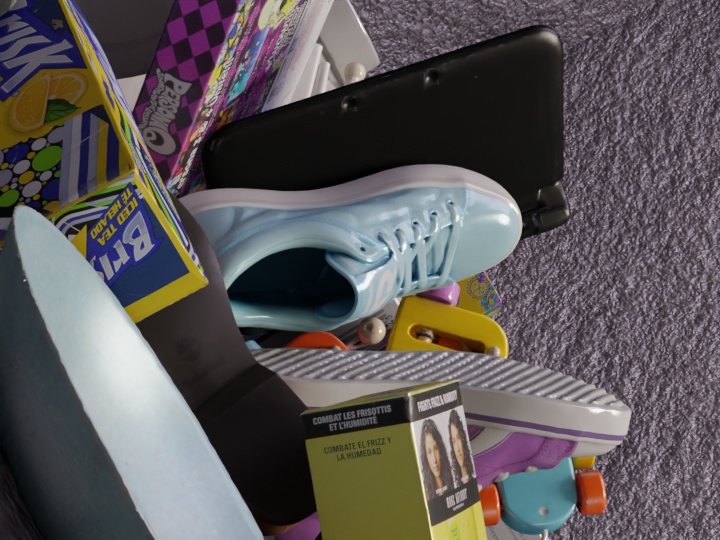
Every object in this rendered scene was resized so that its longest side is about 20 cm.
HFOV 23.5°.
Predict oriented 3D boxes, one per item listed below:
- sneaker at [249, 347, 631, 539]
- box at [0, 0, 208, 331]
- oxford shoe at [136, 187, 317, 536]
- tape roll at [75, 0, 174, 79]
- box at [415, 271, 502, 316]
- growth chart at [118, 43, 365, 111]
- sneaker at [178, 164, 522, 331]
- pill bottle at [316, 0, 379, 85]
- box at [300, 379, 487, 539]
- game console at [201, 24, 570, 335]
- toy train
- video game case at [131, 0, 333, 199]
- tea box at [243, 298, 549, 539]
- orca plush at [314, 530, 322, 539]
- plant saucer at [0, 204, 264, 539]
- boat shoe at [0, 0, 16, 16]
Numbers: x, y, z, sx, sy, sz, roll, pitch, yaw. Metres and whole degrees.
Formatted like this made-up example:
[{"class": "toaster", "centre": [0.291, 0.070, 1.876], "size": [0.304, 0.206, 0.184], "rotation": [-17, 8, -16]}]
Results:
[{"class": "sneaker", "centre": [0.030, 0.100, 0.853], "size": [0.073, 0.200, 0.114], "rotation": [-126, -140, -75]}, {"class": "box", "centre": [-0.127, -0.054, 0.697], "size": [0.064, 0.070, 0.200], "rotation": [62, -2, -40]}, {"class": "oxford shoe", "centre": [-0.089, 0.036, 0.782], "size": [0.200, 0.071, 0.071], "rotation": [58, -29, 10]}, {"class": "tape roll", "centre": [-0.150, -0.219, 0.958], "size": [0.203, 0.203, 0.139], "rotation": [59, -1, -25]}, {"class": "box", "centre": [-0.023, -0.002, 1.360], "size": [0.193, 0.200, 0.122], "rotation": [59, 1, 6]}, {"class": "growth chart", "centre": [-0.094, -0.105, 1.054], "size": [0.200, 0.145, 0.018], "rotation": [22, -28, 1]}, {"class": "sneaker", "centre": [0.000, 0.000, 0.861], "size": [0.082, 0.200, 0.074], "rotation": [-126, -145, -49]}, {"class": "pill bottle", "centre": [-0.095, -0.125, 1.147], "size": [0.114, 0.200, 0.114], "rotation": [60, 0, 0]}, {"class": "box", "centre": [0.026, 0.148, 0.711], "size": [0.075, 0.050, 0.200], "rotation": [-1, 81, -70]}, {"class": "game console", "centre": [0.004, -0.051, 0.953], "size": [0.176, 0.200, 0.117], "rotation": [-163, -124, -73]}, {"class": "toy train", "centre": [0.030, 0.091, 0.918], "size": [0.200, 0.150, 0.056], "rotation": [41, -19, 12]}, {"class": "video game case", "centre": [-0.062, -0.112, 0.890], "size": [0.036, 0.200, 0.181], "rotation": [30, 32, 6]}, {"class": "tea box", "centre": [0.005, 0.109, 1.063], "size": [0.200, 0.134, 0.197], "rotation": [59, -1, -9]}, {"class": "orca plush", "centre": [-0.016, 0.172, 0.797], "size": [0.200, 0.071, 0.105], "rotation": [40, 61, -59]}, {"class": "plant saucer", "centre": [-0.070, 0.074, 0.549], "size": [0.201, 0.039, 0.201], "rotation": [60, 0, 0]}, {"class": "boat shoe", "centre": [-0.188, -0.148, 0.631], "size": [0.200, 0.075, 0.068], "rotation": [49, 14, -49]}]
